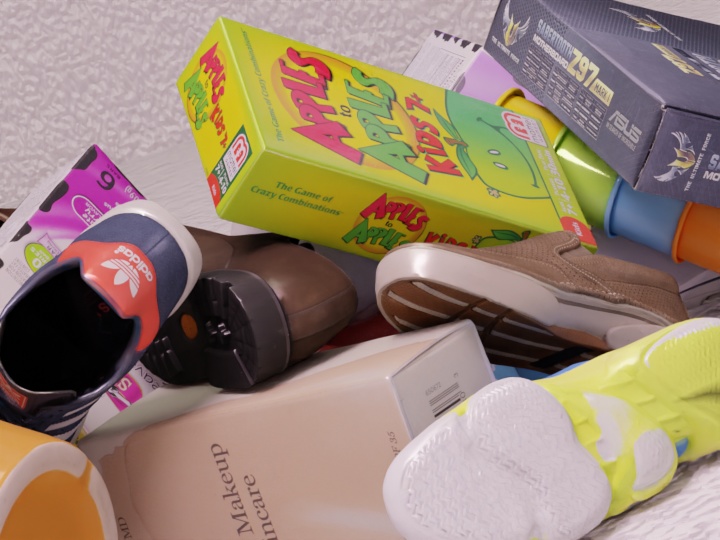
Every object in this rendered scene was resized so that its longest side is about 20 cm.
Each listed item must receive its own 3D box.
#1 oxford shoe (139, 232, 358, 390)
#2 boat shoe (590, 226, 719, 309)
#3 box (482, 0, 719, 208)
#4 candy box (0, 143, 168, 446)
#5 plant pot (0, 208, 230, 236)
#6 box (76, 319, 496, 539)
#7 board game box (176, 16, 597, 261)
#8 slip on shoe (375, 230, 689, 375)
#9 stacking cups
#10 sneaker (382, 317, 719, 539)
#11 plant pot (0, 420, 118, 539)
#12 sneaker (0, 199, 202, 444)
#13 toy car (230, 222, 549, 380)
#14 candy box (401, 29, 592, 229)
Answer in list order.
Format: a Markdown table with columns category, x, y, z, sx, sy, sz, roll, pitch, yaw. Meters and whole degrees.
| category | x | y | z | sx | sy | sz | roll | pitch | yaw |
| --- | --- | --- | --- | --- | --- | --- | --- | --- | --- |
| oxford shoe | -0.065 | 0.014 | 1.373 | 0.084 | 0.073 | 0.200 | -21 | 20 | -27 |
| boat shoe | 0.199 | -0.016 | 1.553 | 0.199 | 0.072 | 0.066 | -24 | -11 | -24 |
| box | 0.175 | -0.089 | 1.473 | 0.157 | 0.051 | 0.200 | 10 | 20 | -26 |
| candy box | -0.150 | 0.039 | 1.465 | 0.061 | 0.136 | 0.200 | -35 | 14 | 34 |
| plant pot | -0.137 | 0.044 | 1.664 | 0.199 | 0.188 | 0.187 | -10 | 0 | -40 |
| box | -0.028 | 0.093 | 1.318 | 0.199 | 0.095 | 0.078 | -15 | 10 | 38 |
| board game box | 0.014 | -0.052 | 1.378 | 0.199 | 0.102 | 0.048 | 16 | -53 | -31 |
| slip on shoe | 0.087 | 0.010 | 1.330 | 0.199 | 0.061 | 0.076 | 16 | -25 | -35 |
| stacking cups | 0.156 | -0.034 | 1.466 | 0.199 | 0.061 | 0.060 | 24 | 30 | 22 |
| sneaker | 0.085 | 0.083 | 1.240 | 0.199 | 0.076 | 0.105 | -17 | -5 | -27 |
| plant pot | -0.217 | 0.134 | 1.252 | 0.183 | 0.201 | 0.200 | 2 | 18 | 24 |
| sneaker | -0.157 | 0.049 | 1.302 | 0.200 | 0.075 | 0.085 | -51 | -1 | 31 |
| toy car | 0.000 | 0.000 | 1.456 | 0.184 | 0.201 | 0.177 | -12 | 12 | 41 |
| candy box | 0.106 | -0.068 | 1.699 | 0.072 | 0.167 | 0.200 | -54 | 10 | 2 |
